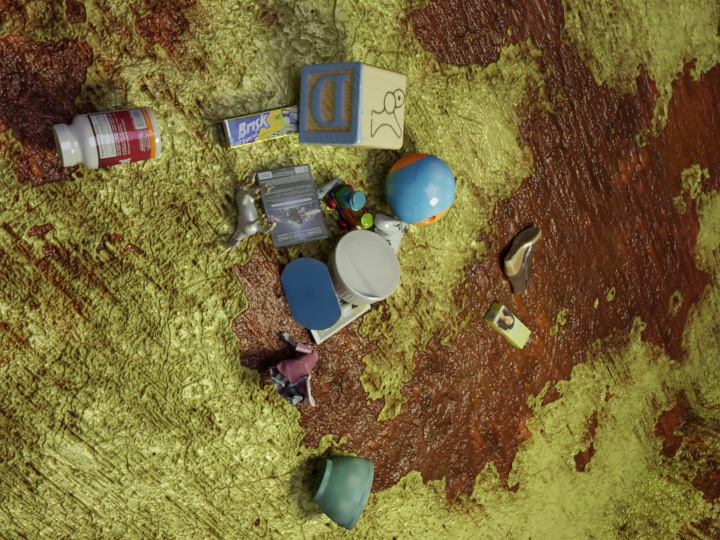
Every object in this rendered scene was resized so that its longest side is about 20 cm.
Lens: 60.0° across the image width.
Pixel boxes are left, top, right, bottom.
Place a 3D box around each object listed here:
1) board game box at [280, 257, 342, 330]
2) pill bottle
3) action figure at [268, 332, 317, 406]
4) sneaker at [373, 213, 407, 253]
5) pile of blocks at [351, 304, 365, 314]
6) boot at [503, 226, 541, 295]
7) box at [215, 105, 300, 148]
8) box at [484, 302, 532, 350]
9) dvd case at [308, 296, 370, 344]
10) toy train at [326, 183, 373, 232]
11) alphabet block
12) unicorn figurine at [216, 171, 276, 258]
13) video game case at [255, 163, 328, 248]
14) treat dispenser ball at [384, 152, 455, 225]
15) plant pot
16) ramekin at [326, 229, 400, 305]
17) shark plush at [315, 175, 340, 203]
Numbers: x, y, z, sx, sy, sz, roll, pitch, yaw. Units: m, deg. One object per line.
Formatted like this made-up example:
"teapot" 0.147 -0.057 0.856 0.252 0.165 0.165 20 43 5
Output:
"board game box" -0.125 0.059 1.652 0.039 0.157 0.202 -32 106 -58
"pill bottle" -0.537 -0.280 1.325 0.198 0.113 0.114 -16 108 -29
"action figure" -0.158 0.251 1.664 0.200 0.147 0.135 -51 139 -52
"sneaker" 0.074 -0.092 1.751 0.116 0.074 0.200 -71 163 6
"pile of blocks" 0.034 0.033 1.760 0.201 0.081 0.062 -53 128 -30
"boot" 0.566 -0.034 2.146 0.200 0.072 0.167 -45 132 -19
"box" -0.248 -0.354 1.531 0.198 0.064 0.071 -20 110 -28
"box" 0.512 0.194 2.153 0.199 0.050 0.076 38 79 -34
"dvd case" -0.076 0.093 1.760 0.199 0.025 0.152 -34 116 -24
"toy train" -0.003 -0.137 1.705 0.084 0.115 0.201 -38 118 -20
"alphabet block" -0.019 -0.406 1.560 0.199 0.195 0.198 -9 107 -53
"unicorn figurine" -0.276 -0.130 1.535 0.074 0.136 0.203 17 70 -51
"video game case" -0.174 -0.166 1.572 0.141 0.019 0.202 -12 78 -17
"treat dispenser ball" 0.166 -0.227 1.747 0.199 0.200 0.204 -7 104 -32
"plant pot" -0.061 0.621 1.794 0.133 0.200 0.202 24 86 -7
"ramekin" 0.000 0.000 1.668 0.200 0.094 0.205 14 61 -26
"shark plush" -0.125 -0.173 1.637 0.199 0.083 0.092 -31 115 -25
